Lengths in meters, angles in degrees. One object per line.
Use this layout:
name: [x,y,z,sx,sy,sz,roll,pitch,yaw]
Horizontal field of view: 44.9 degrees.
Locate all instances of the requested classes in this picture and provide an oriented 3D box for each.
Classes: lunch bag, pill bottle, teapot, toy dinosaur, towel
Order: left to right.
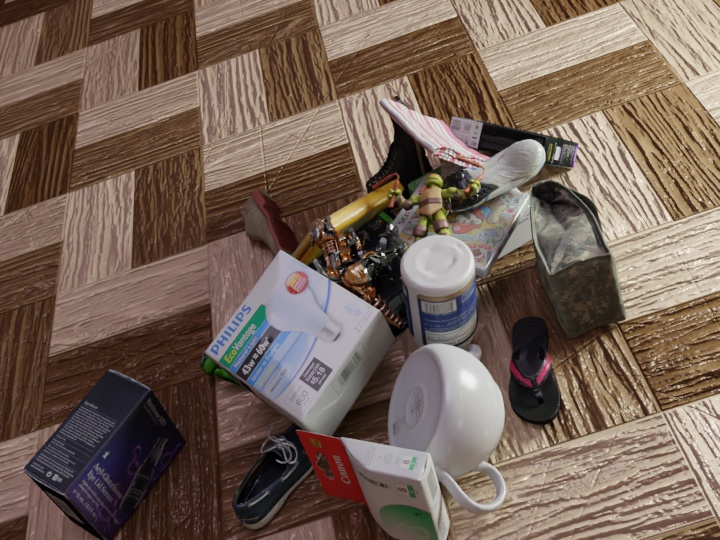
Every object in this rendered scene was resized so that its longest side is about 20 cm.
toy dinosaur: [0.000,0.000,1.357,0.135,0.203,0.102,-28,6,-32]
towel: [0.129,-0.233,1.488,0.146,0.199,0.030,46,111,28]
pill bottle: [0.123,0.054,1.321,0.109,0.202,0.112,-5,47,6]
teapot: [0.136,0.207,1.218,0.197,0.144,0.204,18,92,69]
lunch bag: [0.327,-0.028,1.353,0.116,0.165,0.202,-20,44,9]

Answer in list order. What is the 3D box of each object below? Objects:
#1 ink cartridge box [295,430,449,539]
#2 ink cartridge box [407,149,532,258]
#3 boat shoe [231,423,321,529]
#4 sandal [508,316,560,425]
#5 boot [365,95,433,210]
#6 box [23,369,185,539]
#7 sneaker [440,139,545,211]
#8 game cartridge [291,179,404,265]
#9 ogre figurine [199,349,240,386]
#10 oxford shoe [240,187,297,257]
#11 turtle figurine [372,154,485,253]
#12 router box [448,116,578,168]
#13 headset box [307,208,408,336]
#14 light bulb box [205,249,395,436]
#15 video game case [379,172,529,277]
ink cartridge box: [0.012,0.293,1.169,0.196,0.163,0.051,4,45,24]
ink cartridge box: [0.196,-0.106,1.536,0.143,0.085,0.201,-28,44,-9]
boat shoe: [-0.121,0.286,1.298,0.074,0.062,0.200,20,57,37]
sandal: [0.254,0.141,1.305,0.074,0.045,0.202,-9,45,13]
boot: [0.054,-0.203,1.604,0.136,0.203,0.078,-22,18,4]
box: [-0.388,0.283,1.342,0.103,0.149,0.201,16,55,32]
sneaker: [0.215,-0.149,1.441,0.197,0.072,0.073,-26,71,9]
game cartridge: [-0.031,-0.068,1.510,0.198,0.176,0.033,-31,80,-35]
ogre figurine: [-0.165,0.136,1.443,0.198,0.098,0.122,2,65,43]
oxford shoe: [-0.178,-0.072,1.677,0.075,0.070,0.201,-43,43,15]
turtle figurine: [0.107,-0.096,1.406,0.196,0.065,0.164,-5,57,21]
router box: [0.279,-0.234,1.592,0.198,0.052,0.148,20,14,34]
headset box: [0.038,0.012,1.478,0.198,0.094,0.174,-35,46,-14]
light bulb box: [-0.088,0.113,1.304,0.198,0.125,0.200,29,74,25]
video game case: [0.157,-0.081,1.444,0.197,0.023,0.183,16,53,29]
